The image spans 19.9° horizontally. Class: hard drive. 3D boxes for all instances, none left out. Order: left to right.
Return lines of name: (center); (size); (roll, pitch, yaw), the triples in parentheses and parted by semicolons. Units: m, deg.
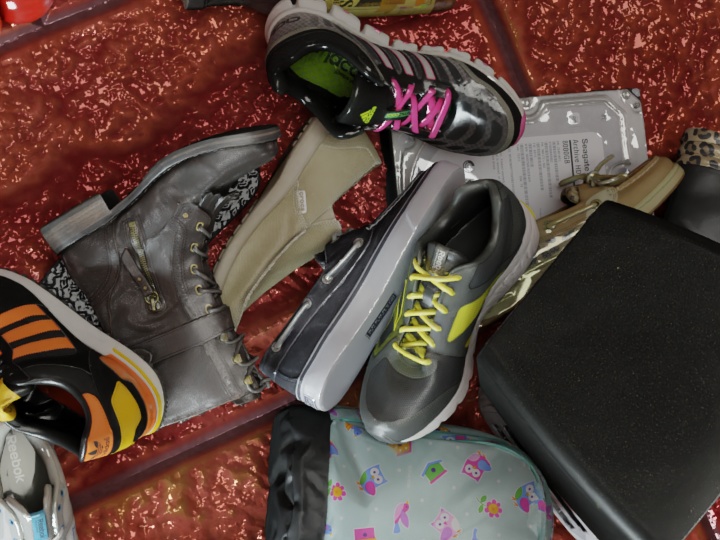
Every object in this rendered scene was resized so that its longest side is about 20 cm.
hard drive: (0.119, -0.059, 1.531); (0.199, 0.038, 0.140); (-5, 88, -14)

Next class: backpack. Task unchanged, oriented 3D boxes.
backpack: (0.035, 0.177, 1.451); (0.199, 0.127, 0.168); (6, 87, -8)

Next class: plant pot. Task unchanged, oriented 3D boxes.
plant pot: (0.185, 0.071, 1.358); (0.177, 0.200, 0.200); (38, 84, 11)

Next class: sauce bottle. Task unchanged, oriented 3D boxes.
sauce bottle: (-0.030, -0.213, 1.492); (0.199, 0.066, 0.066); (-7, 88, -13)

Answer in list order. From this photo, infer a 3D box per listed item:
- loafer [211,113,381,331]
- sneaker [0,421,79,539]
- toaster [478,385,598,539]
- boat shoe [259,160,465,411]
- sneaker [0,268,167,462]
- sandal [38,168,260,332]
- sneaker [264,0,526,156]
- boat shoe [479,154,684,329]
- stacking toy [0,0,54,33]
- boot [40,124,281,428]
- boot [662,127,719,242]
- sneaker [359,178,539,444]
loafer: (-0.050, -0.029, 1.472); (0.068, 0.076, 0.200); (32, 80, -3)
sneaker: (-0.226, 0.186, 1.416); (0.075, 0.087, 0.201); (-17, 92, -14)
toaster: (0.179, 0.112, 1.498); (0.129, 0.114, 0.200); (-38, 94, -8)
boat shoe: (0.000, 0.000, 1.440); (0.068, 0.072, 0.200); (30, 82, 20)
sneaker: (-0.230, 0.062, 1.380); (0.200, 0.090, 0.070); (28, 122, 21)
sandal: (-0.151, -0.014, 1.465); (0.200, 0.045, 0.075); (-43, 95, -14)
sneaker: (0.018, -0.122, 1.441); (0.199, 0.088, 0.074); (24, 126, -2)
boat shoe: (0.143, -0.031, 1.479); (0.200, 0.073, 0.063); (-34, 88, -9)
stacking toy: (-0.301, -0.164, 1.428); (0.200, 0.085, 0.086); (-31, 94, -19)
boot: (-0.108, 0.008, 1.402); (0.200, 0.069, 0.175); (-27, 93, 15)
boot: (0.295, -0.006, 1.546); (0.200, 0.073, 0.151); (24, 71, -24)
sneaker: (0.049, 0.021, 1.404); (0.074, 0.085, 0.200); (20, 74, 27)
